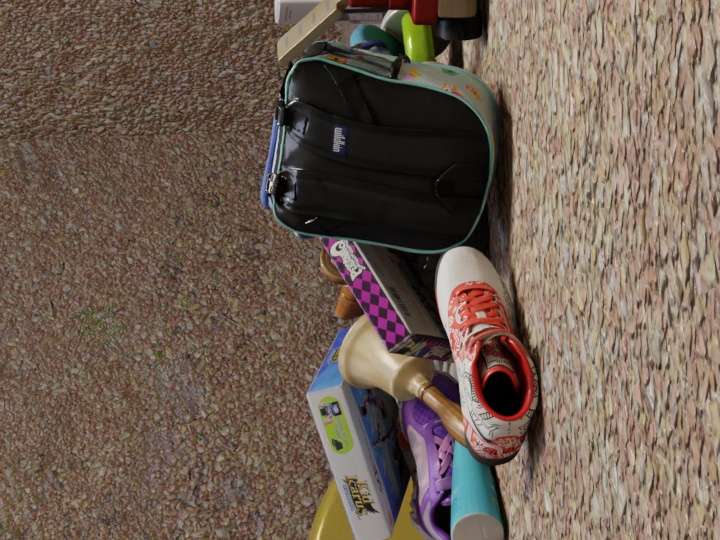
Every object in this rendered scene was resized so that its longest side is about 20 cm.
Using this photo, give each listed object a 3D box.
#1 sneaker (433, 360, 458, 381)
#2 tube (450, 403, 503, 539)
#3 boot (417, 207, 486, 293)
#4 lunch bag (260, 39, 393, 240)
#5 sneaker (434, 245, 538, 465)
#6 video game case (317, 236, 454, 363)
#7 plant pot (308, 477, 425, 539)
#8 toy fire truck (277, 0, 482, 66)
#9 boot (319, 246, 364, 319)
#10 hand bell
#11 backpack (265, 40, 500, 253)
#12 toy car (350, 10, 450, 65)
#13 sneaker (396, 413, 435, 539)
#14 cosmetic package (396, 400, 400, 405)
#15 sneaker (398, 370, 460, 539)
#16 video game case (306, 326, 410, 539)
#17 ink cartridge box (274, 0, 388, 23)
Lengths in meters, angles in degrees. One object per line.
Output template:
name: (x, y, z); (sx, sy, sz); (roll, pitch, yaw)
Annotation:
sneaker: (0.075, 0.059, 1.738); (0.075, 0.086, 0.202); (-95, 6, -69)
tube: (0.111, 0.205, 1.574); (0.200, 0.050, 0.078); (-89, -4, -63)
boot: (0.094, -0.054, 1.619); (0.132, 0.069, 0.202); (89, -171, -70)
lunch bag: (-0.024, -0.133, 1.627); (0.082, 0.160, 0.201); (44, 149, 21)
sneaker: (0.109, 0.054, 1.336); (0.108, 0.066, 0.203); (98, 166, -66)
video game case: (0.027, 0.000, 1.585); (0.201, 0.036, 0.181); (58, -162, 20)
plant pot: (0.017, 0.382, 2.155); (0.196, 0.192, 0.202); (112, 162, -82)
toy fire truck: (0.016, -0.278, 1.565); (0.176, 0.198, 0.130); (-100, 10, -66)
boot: (0.000, 0.000, 1.764); (0.200, 0.077, 0.156); (-38, -10, -46)
hand bell: (0.072, 0.128, 1.600); (0.200, 0.103, 0.105); (43, 143, 43)
backpack: (0.031, -0.112, 1.446); (0.153, 0.198, 0.178); (-47, -32, -66)
toy car: (0.033, -0.197, 1.760); (0.201, 0.148, 0.176); (92, 175, -47)
sneaker: (0.083, 0.219, 1.827); (0.082, 0.076, 0.202); (71, -163, -74)
cosmetic package: (0.074, 0.103, 1.895); (0.102, 0.073, 0.202); (-99, 9, -72)
sneaker: (0.091, 0.209, 1.696); (0.089, 0.080, 0.202); (-125, 28, -72)
video game case: (0.005, 0.178, 1.770); (0.200, 0.045, 0.183); (-61, -44, -69)
ink cartridge box: (-0.006, -0.378, 1.896); (0.086, 0.198, 0.149); (110, 157, -79)
